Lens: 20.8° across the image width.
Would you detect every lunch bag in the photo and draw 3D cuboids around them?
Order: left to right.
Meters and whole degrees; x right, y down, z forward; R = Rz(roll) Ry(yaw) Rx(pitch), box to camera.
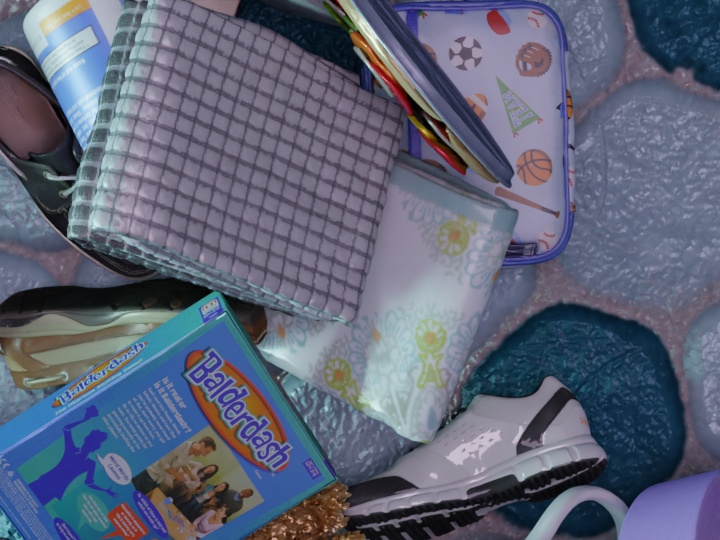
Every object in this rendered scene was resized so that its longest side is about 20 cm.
[{"bbox_3d":[0.071,-0.091,1.397,0.159,0.076,0.201,-1,91,-1],"label":"lunch bag"}]

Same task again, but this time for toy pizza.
[{"bbox_3d":[0.029,-0.127,1.264,0.032,0.200,0.201,-38,94,9],"label":"toy pizza"}]

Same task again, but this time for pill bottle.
[{"bbox_3d":[-0.140,-0.105,1.343,0.112,0.112,0.201,-27,88,-2],"label":"pill bottle"}]

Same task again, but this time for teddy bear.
[{"bbox_3d":[-0.084,0.218,1.375,0.199,0.067,0.146,-14,67,14],"label":"teddy bear"}]

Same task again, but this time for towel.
[{"bbox_3d":[-0.079,-0.067,1.257,0.199,0.085,0.167,21,73,-30],"label":"towel"},{"bbox_3d":[0.000,0.000,1.351,0.199,0.048,0.172,27,106,31],"label":"towel"}]

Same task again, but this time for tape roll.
[{"bbox_3d":[0.255,0.240,1.357,0.065,0.200,0.201,-18,94,35],"label":"tape roll"}]

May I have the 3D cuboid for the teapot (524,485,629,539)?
[{"bbox_3d":[0.140,0.286,1.378,0.145,0.200,0.198,0,50,-38],"label":"teapot"}]

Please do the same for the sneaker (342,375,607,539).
[{"bbox_3d":[0.074,0.138,1.415,0.199,0.074,0.080,-17,64,2],"label":"sneaker"}]

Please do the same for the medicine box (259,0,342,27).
[{"bbox_3d":[-0.057,-0.283,1.319,0.199,0.103,0.183,20,91,-47],"label":"medicine box"}]

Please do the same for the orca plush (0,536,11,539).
[{"bbox_3d":[-0.211,0.179,1.384,0.105,0.071,0.201,1,107,-14],"label":"orca plush"}]

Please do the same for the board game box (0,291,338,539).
[{"bbox_3d":[-0.138,0.130,1.322,0.199,0.045,0.153,-31,112,-1],"label":"board game box"}]

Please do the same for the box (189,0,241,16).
[{"bbox_3d":[-0.157,-0.282,1.402,0.199,0.021,0.164,22,91,-5],"label":"box"}]

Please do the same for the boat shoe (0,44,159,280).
[{"bbox_3d":[-0.210,-0.072,1.384,0.072,0.068,0.200,-39,96,-1],"label":"boat shoe"}]

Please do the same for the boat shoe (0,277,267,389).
[{"bbox_3d":[-0.161,0.050,1.380,0.199,0.076,0.074,-2,106,17],"label":"boat shoe"}]
